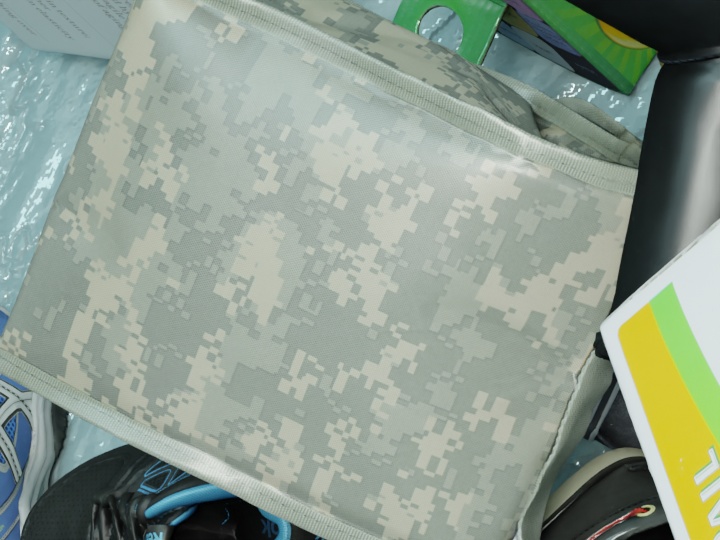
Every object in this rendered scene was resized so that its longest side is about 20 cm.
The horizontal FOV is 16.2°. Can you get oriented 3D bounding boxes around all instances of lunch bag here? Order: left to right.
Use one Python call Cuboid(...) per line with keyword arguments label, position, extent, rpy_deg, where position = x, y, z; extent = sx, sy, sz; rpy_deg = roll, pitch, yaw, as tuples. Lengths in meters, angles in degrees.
Cuboid(label="lunch bag", position=(0.000, 0.000, 0.873), extent=(0.200, 0.118, 0.164), rpy_deg=(28, 105, 18))

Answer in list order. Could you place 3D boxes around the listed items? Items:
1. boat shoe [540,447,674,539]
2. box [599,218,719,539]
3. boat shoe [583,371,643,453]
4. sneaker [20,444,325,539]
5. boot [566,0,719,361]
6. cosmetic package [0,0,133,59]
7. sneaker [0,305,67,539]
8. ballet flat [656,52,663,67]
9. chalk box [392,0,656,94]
Cuboid(label="boat shoe", position=(0.052, 0.151, 0.875), extent=(0.201, 0.074, 0.063), rpy_deg=(-49, 23, -1))
Cuboid(label="box", position=(0.160, 0.076, 0.651), extent=(0.101, 0.112, 0.200), rpy_deg=(-44, 51, 38))
Cuboid(label="boat shoe", position=(0.131, -0.013, 0.878), extent=(0.200, 0.068, 0.072), rpy_deg=(-67, -9, 27))
Cuboid(label="sneaker", position=(-0.073, 0.100, 1.008), extent=(0.200, 0.082, 0.073), rpy_deg=(-10, 82, 39))
Cuboid(label="boot", position=(0.098, -0.050, 0.771), extent=(0.073, 0.198, 0.163), rpy_deg=(-154, 69, -71))
Cuboid(label="cosmetic package", position=(-0.107, -0.208, 1.187), extent=(0.200, 0.167, 0.167), rpy_deg=(12, 65, 45))
Cuboid(label="sneaker", position=(-0.180, 0.080, 1.131), extent=(0.076, 0.077, 0.200), rpy_deg=(-36, 43, 19))
Cuboid(label="ballet flat", position=(0.166, -0.055, 0.916), extent=(0.063, 0.069, 0.200), rpy_deg=(-35, 35, -27))
Cuboid(label="chalk box", position=(0.073, -0.164, 1.037), extent=(0.200, 0.124, 0.125), rpy_deg=(-54, 42, -2))
